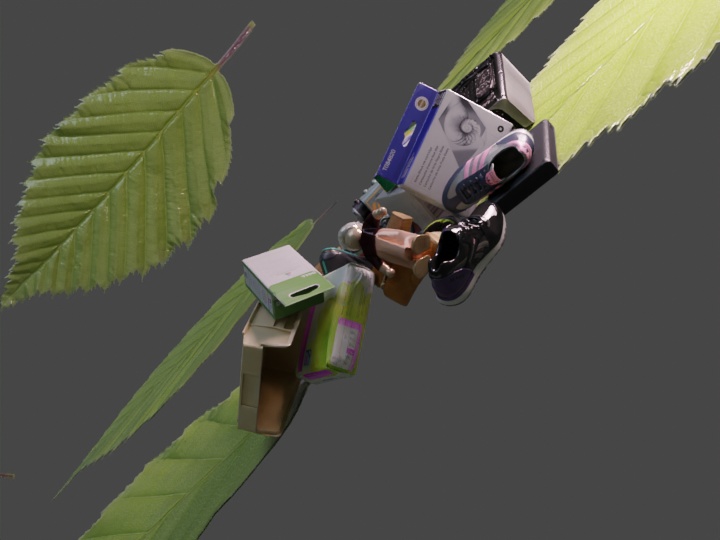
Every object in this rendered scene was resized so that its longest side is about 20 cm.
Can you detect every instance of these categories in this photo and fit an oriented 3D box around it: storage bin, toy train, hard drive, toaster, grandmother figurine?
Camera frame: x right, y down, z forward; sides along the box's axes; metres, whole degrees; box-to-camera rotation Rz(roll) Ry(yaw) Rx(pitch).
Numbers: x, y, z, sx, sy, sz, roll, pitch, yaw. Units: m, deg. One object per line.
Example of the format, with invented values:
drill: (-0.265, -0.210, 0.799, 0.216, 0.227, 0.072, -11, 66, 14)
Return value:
storage bin: (-0.163, 0.167, 1.411, 0.200, 0.091, 0.205, -73, -7, -60)
toy train: (0.070, -0.181, 1.831, 0.200, 0.114, 0.085, -46, 13, 3)
hard drive: (0.288, -0.183, 1.350, 0.139, 0.033, 0.201, -40, 16, 29)
toaster: (0.265, -0.345, 1.616, 0.180, 0.117, 0.204, -35, 36, 36)
grandmother figurine: (0.035, -0.049, 1.309, 0.060, 0.125, 0.197, -9, 15, -42)

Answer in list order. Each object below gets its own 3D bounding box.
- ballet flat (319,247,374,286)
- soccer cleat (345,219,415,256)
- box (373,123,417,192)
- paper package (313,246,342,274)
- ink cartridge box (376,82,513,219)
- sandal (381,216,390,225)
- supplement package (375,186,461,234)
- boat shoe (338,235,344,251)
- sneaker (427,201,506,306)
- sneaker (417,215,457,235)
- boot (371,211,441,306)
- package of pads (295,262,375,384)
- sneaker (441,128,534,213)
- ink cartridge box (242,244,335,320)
ballet flat: (0.000, 0.000, 1.528, 0.072, 0.196, 0.075, -8, 79, 50)
soccer cleat: (0.053, -0.055, 1.595, 0.197, 0.073, 0.070, -15, 52, 46)
box: (0.108, -0.254, 1.561, 0.116, 0.049, 0.201, -34, 16, 38)
paper package: (-0.089, 0.078, 1.622, 0.189, 0.104, 0.201, -38, 16, 26)
ink cartridge box: (0.156, -0.225, 1.402, 0.041, 0.196, 0.204, 101, -166, -85)
sandal: (0.098, -0.121, 1.664, 0.203, 0.074, 0.048, -57, -7, -4)
supplement package: (0.135, -0.150, 1.534, 0.120, 0.121, 0.199, -48, 13, -12)
boat shoe: (-0.014, -0.058, 1.831, 0.062, 0.075, 0.201, -42, 16, 19)
sneaker: (0.169, -0.048, 1.188, 0.074, 0.088, 0.202, 6, 53, 37)
sneaker: (0.114, -0.032, 1.417, 0.198, 0.075, 0.081, -35, 4, 29)
boot: (0.104, -0.002, 1.329, 0.199, 0.070, 0.148, 30, 112, 38)
package of pads: (-0.046, 0.098, 1.380, 0.154, 0.067, 0.205, -25, 50, 60)
sneaker: (0.213, -0.163, 1.305, 0.199, 0.070, 0.082, -42, 11, 27)
ink cartridge box: (-0.131, 0.030, 1.372, 0.102, 0.061, 0.199, -18, 32, -24)
